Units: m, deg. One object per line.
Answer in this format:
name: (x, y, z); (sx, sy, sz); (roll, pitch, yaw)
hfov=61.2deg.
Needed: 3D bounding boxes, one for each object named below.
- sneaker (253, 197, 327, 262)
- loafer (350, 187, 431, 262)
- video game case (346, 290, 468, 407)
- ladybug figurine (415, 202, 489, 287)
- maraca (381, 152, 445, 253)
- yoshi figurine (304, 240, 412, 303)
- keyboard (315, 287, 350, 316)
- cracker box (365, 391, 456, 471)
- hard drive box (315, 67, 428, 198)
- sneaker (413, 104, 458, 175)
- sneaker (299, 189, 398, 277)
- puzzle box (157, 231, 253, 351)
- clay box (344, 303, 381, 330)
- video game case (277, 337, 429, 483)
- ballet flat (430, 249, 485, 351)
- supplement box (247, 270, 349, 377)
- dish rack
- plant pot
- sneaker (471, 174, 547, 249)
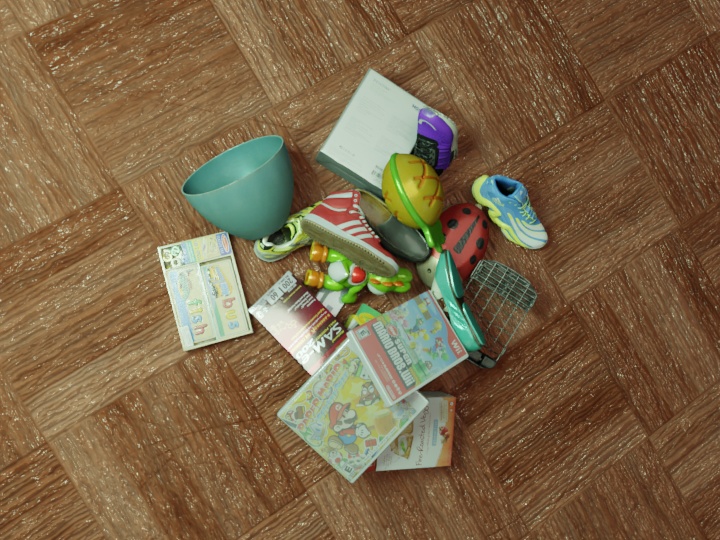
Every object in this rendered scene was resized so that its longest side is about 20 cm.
sneaker: (-0.108, -0.078, 1.160); (0.200, 0.076, 0.076); (-34, 90, -14)
loafer: (0.053, -0.087, 1.177); (0.200, 0.072, 0.073); (36, 84, 7)
video game case: (0.087, 0.132, 1.071); (0.200, 0.017, 0.143); (-24, 79, -36)
ladybug figurine: (0.192, -0.054, 1.224); (0.135, 0.072, 0.200); (31, 79, -7)
maraca: (0.107, -0.127, 1.129); (0.107, 0.137, 0.200); (-23, 106, 26)
yoshi figurine: (-0.003, 0.002, 1.171); (0.199, 0.113, 0.112); (10, 52, -8)
keyboard: (-0.071, 0.075, 1.188); (0.056, 0.011, 0.200); (36, 78, -12)
cracker box: (0.079, 0.300, 1.146); (0.199, 0.058, 0.135); (4, 90, -24)
hard drive box: (0.028, -0.267, 1.207); (0.156, 0.077, 0.200); (32, 80, -8)
sneaker: (0.135, -0.231, 1.173); (0.069, 0.200, 0.100); (34, 84, 22)
sneaker: (0.002, -0.074, 1.111); (0.200, 0.071, 0.113); (31, 60, 11)
puzzle box: (-0.288, 0.038, 1.137); (0.133, 0.025, 0.201); (-15, 88, -14)
clay box: (-0.003, 0.176, 1.172); (0.115, 0.048, 0.200); (32, 77, -10)
video game case: (-0.012, 0.239, 1.061); (0.182, 0.023, 0.200); (43, 93, -4)
ballet flat: (0.169, 0.062, 1.150); (0.070, 0.067, 0.201); (-22, 86, 21)
supplement box: (-0.099, 0.110, 1.123); (0.200, 0.061, 0.109); (44, 82, 11)
dish rack: (0.249, 0.084, 1.214); (0.153, 0.055, 0.200); (32, 90, -8)
plant pot: (-0.200, -0.136, 1.104); (0.200, 0.200, 0.135); (-34, 121, -13)
sneaker: (0.316, -0.120, 1.240); (0.200, 0.105, 0.076); (39, 78, -5)
